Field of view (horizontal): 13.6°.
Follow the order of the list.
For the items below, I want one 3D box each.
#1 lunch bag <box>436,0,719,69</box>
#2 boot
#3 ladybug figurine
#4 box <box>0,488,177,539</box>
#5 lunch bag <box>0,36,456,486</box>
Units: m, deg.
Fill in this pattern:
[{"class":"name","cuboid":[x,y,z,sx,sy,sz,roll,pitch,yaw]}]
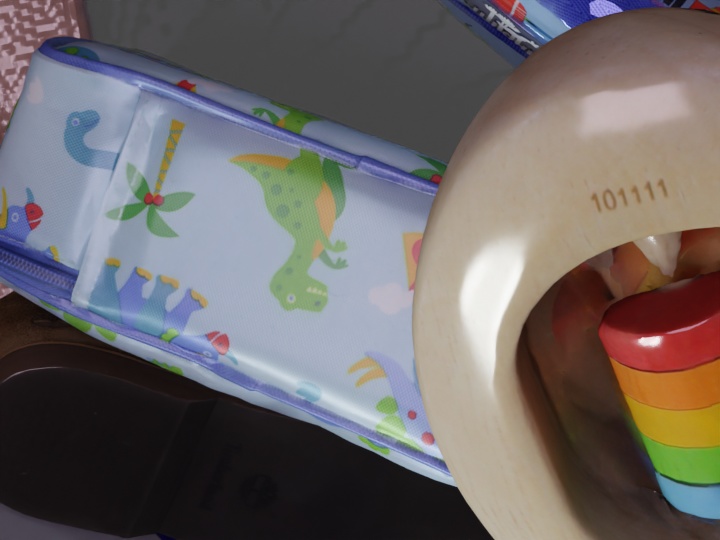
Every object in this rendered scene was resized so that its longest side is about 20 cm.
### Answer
[{"class":"lunch bag","cuboid":[0.064,-0.088,0.818,0.150,0.200,0.094,41,101,3]},{"class":"boot","cuboid":[-0.026,0.056,0.914,0.199,0.076,0.074,24,112,-20]},{"class":"ladybug figurine","cuboid":[0.083,0.014,0.722,0.135,0.072,0.200,-13,130,9]},{"class":"box","cuboid":[-0.121,0.123,0.868,0.184,0.200,0.105,37,111,3]},{"class":"lunch bag","cuboid":[0.000,0.000,0.860,0.199,0.161,0.083,21,96,8]}]
